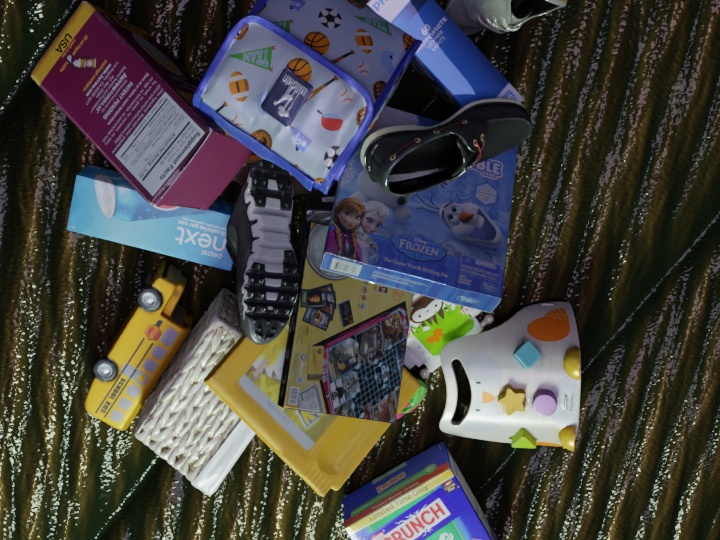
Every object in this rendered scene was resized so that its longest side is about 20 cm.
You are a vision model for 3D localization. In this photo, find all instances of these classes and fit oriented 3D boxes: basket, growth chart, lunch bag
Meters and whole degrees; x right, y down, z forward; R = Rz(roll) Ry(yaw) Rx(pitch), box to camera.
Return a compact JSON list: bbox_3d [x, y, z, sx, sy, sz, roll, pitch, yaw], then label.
[{"bbox_3d":[-0.175,0.142,1.048,0.122,0.136,0.202,34,101,-13],"label":"basket"},{"bbox_3d":[0.076,0.066,1.069,0.145,0.018,0.199,-46,135,14],"label":"growth chart"},{"bbox_3d":[-0.054,-0.194,0.872,0.168,0.124,0.202,33,60,-1],"label":"lunch bag"}]

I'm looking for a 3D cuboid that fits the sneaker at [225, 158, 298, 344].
[{"bbox_3d":[-0.113,-0.015,0.951,0.065,0.090,0.206,7,73,-29],"label":"sneaker"}]

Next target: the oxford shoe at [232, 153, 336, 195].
[{"bbox_3d":[-0.123,-0.114,1.008,0.194,0.072,0.075,1,117,-3],"label":"oxford shoe"}]

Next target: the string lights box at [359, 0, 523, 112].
[{"bbox_3d":[0.088,-0.249,0.965,0.199,0.103,0.059,43,97,-16],"label":"string lights box"}]

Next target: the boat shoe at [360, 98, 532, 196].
[{"bbox_3d":[0.100,-0.128,0.902,0.197,0.063,0.075,-17,134,-18],"label":"boat shoe"}]

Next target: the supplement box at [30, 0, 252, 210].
[{"bbox_3d":[-0.227,-0.170,0.909,0.200,0.131,0.103,45,100,9],"label":"supplement box"}]

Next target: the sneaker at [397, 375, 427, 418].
[{"bbox_3d":[0.003,0.136,1.094,0.196,0.085,0.077,16,126,-29],"label":"sneaker"}]

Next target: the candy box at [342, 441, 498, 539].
[{"bbox_3d":[0.091,0.368,1.177,0.167,0.077,0.203,-29,107,5],"label":"candy box"}]

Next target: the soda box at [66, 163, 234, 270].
[{"bbox_3d":[-0.240,-0.064,1.013,0.195,0.064,0.069,14,106,-11],"label":"soda box"}]

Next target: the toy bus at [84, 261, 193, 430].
[{"bbox_3d":[-0.271,0.093,1.059,0.077,0.065,0.202,32,102,-15],"label":"toy bus"}]

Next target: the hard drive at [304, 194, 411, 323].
[{"bbox_3d":[0.000,0.000,1.035,0.136,0.038,0.203,-1,130,-6],"label":"hard drive"}]

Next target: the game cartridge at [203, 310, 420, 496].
[{"bbox_3d":[-0.050,0.128,0.972,0.200,0.032,0.177,45,74,-11],"label":"game cartridge"}]

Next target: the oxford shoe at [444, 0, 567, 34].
[{"bbox_3d":[0.152,-0.284,0.916,0.074,0.199,0.059,6,84,-29],"label":"oxford shoe"}]

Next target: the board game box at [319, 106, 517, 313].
[{"bbox_3d":[0.069,-0.075,0.946,0.195,0.044,0.203,14,63,-6],"label":"board game box"}]

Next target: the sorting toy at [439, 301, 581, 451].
[{"bbox_3d":[0.190,0.155,1.111,0.175,0.107,0.205,-1,108,3],"label":"sorting toy"}]

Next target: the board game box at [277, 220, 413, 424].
[{"bbox_3d":[-0.012,0.059,0.953,0.132,0.035,0.206,11,84,-16],"label":"board game box"}]
